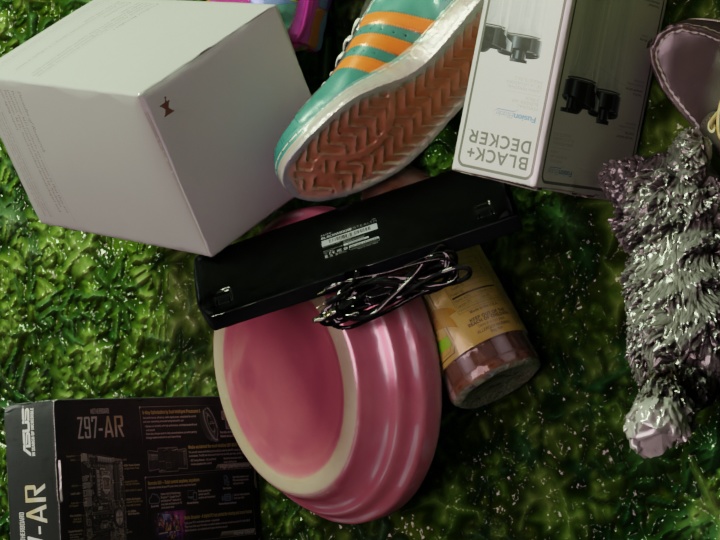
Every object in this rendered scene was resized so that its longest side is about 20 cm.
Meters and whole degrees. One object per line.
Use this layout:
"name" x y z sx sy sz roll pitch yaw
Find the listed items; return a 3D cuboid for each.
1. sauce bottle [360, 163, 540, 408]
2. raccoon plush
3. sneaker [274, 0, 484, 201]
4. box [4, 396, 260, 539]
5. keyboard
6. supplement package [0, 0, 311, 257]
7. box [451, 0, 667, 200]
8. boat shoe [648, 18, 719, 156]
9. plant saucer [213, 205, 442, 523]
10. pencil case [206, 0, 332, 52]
"sauce bottle" 0.040 -0.012 1.321 0.065 0.065 0.201 -40 65 27
"raccoon plush" 0.173 0.003 1.155 0.096 0.200 0.135 -21 97 15
"sneaker" 0.019 -0.124 1.311 0.200 0.072 0.080 -40 44 -7
"box" -0.139 0.161 1.356 0.043 0.199 0.162 -8 84 34
"keyboard" 0.000 0.000 1.264 0.198 0.040 0.104 -19 33 5
"supplement package" -0.133 -0.096 1.361 0.199 0.117 0.118 11 130 50
"box" 0.123 -0.145 1.235 0.060 0.116 0.202 14 97 34
"boat shoe" 0.233 -0.080 1.189 0.201 0.060 0.072 42 111 29
"plant saucer" -0.030 0.062 1.336 0.200 0.051 0.202 18 114 49
"pencil case" -0.041 -0.240 1.373 0.088 0.088 0.202 22 103 33
